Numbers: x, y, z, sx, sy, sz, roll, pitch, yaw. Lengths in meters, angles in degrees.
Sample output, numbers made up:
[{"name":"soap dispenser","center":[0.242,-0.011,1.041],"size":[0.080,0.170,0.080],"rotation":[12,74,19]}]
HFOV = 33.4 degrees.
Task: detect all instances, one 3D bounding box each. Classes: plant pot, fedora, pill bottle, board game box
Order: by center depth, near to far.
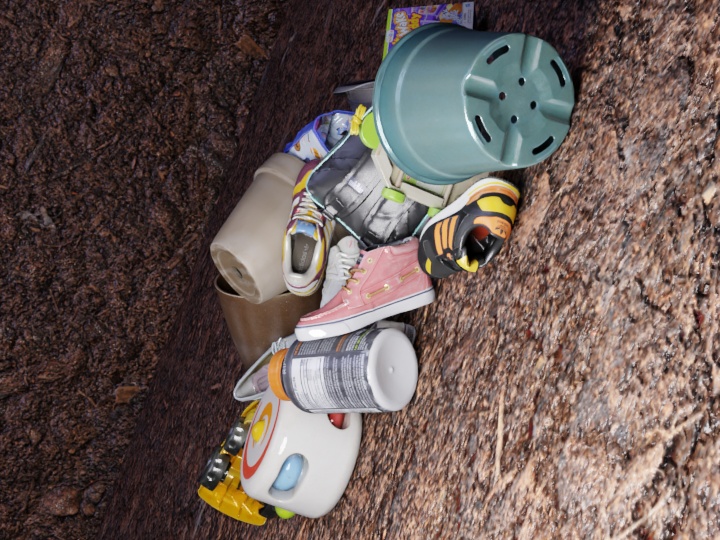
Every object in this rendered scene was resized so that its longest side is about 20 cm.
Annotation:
[{"name":"plant pot","center":[0.142,-0.200,1.424],"size":[0.196,0.198,0.203],"rotation":[13,82,66]},{"name":"pill bottle","center":[-0.030,0.133,1.573],"size":[0.198,0.106,0.108],"rotation":[-6,60,40]},{"name":"board game box","center":[0.101,-0.307,1.762],"size":[0.045,0.132,0.202],"rotation":[73,-162,-49]},{"name":"plant pot","center":[-0.131,-0.050,1.837],"size":[0.173,0.201,0.200],"rotation":[-41,5,-23]},{"name":"fedora","center":[0.048,-0.258,1.894],"size":[0.199,0.174,0.092],"rotation":[-164,64,-66]},{"name":"plant pot","center":[-0.136,0.101,1.970],"size":[0.187,0.183,0.203],"rotation":[-115,19,-68]}]

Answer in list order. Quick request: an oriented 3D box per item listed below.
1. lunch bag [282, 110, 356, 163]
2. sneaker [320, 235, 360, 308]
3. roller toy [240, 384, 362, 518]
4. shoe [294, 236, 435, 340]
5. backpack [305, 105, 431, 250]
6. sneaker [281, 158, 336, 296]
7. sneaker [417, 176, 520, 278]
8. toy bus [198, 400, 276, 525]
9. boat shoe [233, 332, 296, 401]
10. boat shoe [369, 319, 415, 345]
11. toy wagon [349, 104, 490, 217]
[{"name":"lunch bag","center":[-0.010,-0.160,1.833],"size":[0.170,0.197,0.126],"rotation":[-29,42,65]},{"name":"sneaker","center":[-0.020,0.004,1.691],"size":[0.200,0.076,0.101],"rotation":[-129,42,-75]},{"name":"roller toy","center":[-0.090,0.245,1.714],"size":[0.182,0.138,0.203],"rotation":[-29,42,65]},{"name":"shoe","center":[-0.001,0.022,1.563],"size":[0.071,0.197,0.093],"rotation":[-171,64,-72]},{"name":"backpack","center":[0.049,-0.137,1.656],"size":[0.201,0.175,0.153],"rotation":[-51,-8,18]},{"name":"sneaker","center":[-0.069,-0.069,1.706],"size":[0.090,0.073,0.204],"rotation":[87,-172,-76]},{"name":"sneaker","center":[0.122,-0.030,1.466],"size":[0.200,0.069,0.091],"rotation":[-47,24,50]},{"name":"toy bus","center":[-0.156,0.276,1.939],"size":[0.201,0.134,0.193],"rotation":[-56,10,34]},{"name":"boat shoe","center":[-0.125,0.151,1.842],"size":[0.201,0.064,0.075],"rotation":[-36,73,48]},{"name":"boat shoe","center":[0.005,0.116,1.679],"size":[0.200,0.069,0.072],"rotation":[-41,32,59]},{"name":"toy wagon","center":[0.076,-0.160,1.544],"size":[0.040,0.197,0.158],"rotation":[-162,92,-76]}]
